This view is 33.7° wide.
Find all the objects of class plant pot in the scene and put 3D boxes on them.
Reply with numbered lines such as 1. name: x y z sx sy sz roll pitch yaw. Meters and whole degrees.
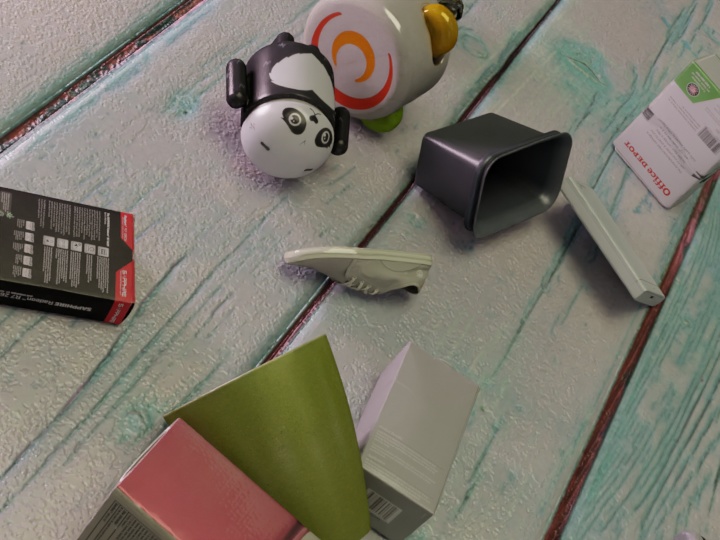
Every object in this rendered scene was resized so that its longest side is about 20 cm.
1. plant pot: -0.074 0.195 1.218 0.187 0.187 0.201 -25 87 -42

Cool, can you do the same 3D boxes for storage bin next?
1. storage bin: 0.177 -0.138 1.659 0.199 0.146 0.134 -22 43 -41

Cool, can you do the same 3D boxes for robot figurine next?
1. robot figurine: -0.092 -0.215 1.536 0.149 0.125 0.201 -4 52 4

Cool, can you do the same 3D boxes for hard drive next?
1. hard drive: 0.366 -0.041 1.728 0.201 0.027 0.132 59 19 19

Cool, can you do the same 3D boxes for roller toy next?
1. roller toy: 0.027 -0.315 1.646 0.182 0.200 0.140 42 44 11

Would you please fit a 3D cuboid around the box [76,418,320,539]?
1. box: -0.150 0.263 1.132 0.200 0.128 0.109 41 44 0

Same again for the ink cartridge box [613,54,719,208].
1. ink cartridge box: 0.523 -0.219 1.884 0.084 0.200 0.146 -24 72 -45

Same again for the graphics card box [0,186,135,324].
1. graphics card box: -0.345 -0.019 1.279 0.199 0.051 0.126 12 52 -27

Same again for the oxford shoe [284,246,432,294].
1. oxford shoe: 0.000 0.000 1.479 0.199 0.075 0.058 6 90 -27

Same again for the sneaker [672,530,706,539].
1. sneaker: 0.440 0.413 1.427 0.113 0.076 0.201 17 47 -18

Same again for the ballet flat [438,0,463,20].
1. ballet flat: 0.088 -0.400 1.840 0.200 0.072 0.072 -17 67 -38

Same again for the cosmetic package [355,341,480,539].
1. cosmetic package: 0.052 0.191 1.348 0.107 0.090 0.200 34 42 -5
